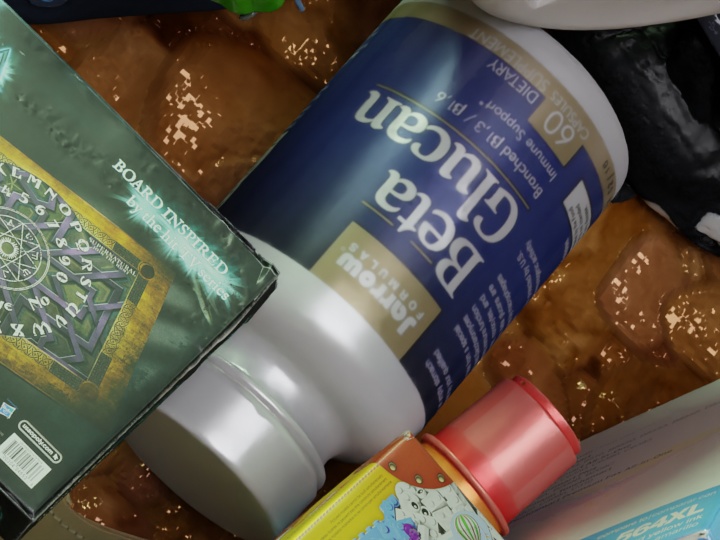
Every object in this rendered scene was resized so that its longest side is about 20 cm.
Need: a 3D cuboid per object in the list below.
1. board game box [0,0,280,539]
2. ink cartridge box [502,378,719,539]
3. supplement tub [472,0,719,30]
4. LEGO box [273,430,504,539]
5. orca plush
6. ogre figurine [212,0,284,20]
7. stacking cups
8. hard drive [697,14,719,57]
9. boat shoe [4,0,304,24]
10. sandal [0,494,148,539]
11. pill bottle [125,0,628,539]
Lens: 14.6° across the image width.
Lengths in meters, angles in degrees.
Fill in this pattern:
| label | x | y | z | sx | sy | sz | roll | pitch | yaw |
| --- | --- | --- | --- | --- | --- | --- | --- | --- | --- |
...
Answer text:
| label | x | y | z | sx | sy | sz | roll | pitch | yaw |
| --- | --- | --- | --- | --- | --- | --- | --- | --- | --- |
| board game box | -0.138 | -0.024 | 0.928 | 0.200 | 0.028 | 0.135 | 45 | 54 | 1 |
| ink cartridge box | 0.129 | 0.126 | 1.036 | 0.129 | 0.125 | 0.200 | 59 | 29 | -8 |
| supplement tub | 0.093 | -0.196 | 0.985 | 0.144 | 0.144 | 0.201 | -3 | 81 | -23 |
| LEGO box | -0.006 | 0.166 | 0.874 | 0.149 | 0.077 | 0.200 | 49 | 40 | 1 |
| orca plush | 0.129 | -0.096 | 1.124 | 0.105 | 0.071 | 0.201 | -19 | 91 | -24 |
| ogre figurine | -0.069 | -0.188 | 0.981 | 0.120 | 0.098 | 0.200 | -41 | 57 | -15 |
| stacking cups | -0.009 | 0.114 | 1.005 | 0.200 | 0.060 | 0.061 | -40 | 100 | -12 |
| hard drive | 0.193 | -0.078 | 1.128 | 0.200 | 0.042 | 0.135 | 56 | 28 | -9 |
| boat shoe | -0.063 | -0.127 | 1.048 | 0.199 | 0.069 | 0.084 | -22 | 93 | -23 |
| sandal | -0.131 | 0.092 | 0.995 | 0.211 | 0.070 | 0.078 | 33 | 92 | -42 |
| pill bottle | 0.000 | 0.000 | 1.037 | 0.111 | 0.111 | 0.200 | 45 | 70 | -12 |
